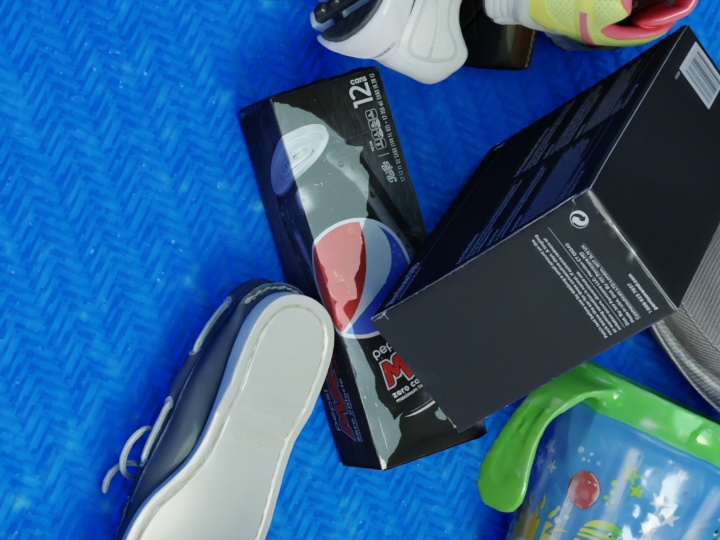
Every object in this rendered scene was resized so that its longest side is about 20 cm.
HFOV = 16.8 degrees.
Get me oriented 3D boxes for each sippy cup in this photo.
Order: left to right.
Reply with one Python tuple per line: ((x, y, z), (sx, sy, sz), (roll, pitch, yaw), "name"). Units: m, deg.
((0.138, 0.128, 1.285), (0.177, 0.140, 0.131), (25, 91, -7), "sippy cup")

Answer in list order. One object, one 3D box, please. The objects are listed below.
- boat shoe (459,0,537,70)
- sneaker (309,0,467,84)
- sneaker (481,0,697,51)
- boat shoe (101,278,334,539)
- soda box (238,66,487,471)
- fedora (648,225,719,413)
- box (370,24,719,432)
((0.088, -0.208, 1.306), (0.074, 0.076, 0.201), (-1, 95, -30), "boat shoe")
((0.025, -0.186, 1.274), (0.081, 0.075, 0.201), (27, 56, -34), "sneaker")
((0.140, -0.146, 1.271), (0.200, 0.090, 0.079), (-16, 115, -61), "sneaker")
((-0.082, 0.097, 1.240), (0.075, 0.062, 0.201), (22, 90, -32), "boat shoe")
((0.000, 0.000, 1.268), (0.063, 0.071, 0.201), (-18, 93, -18), "soda box")
((0.246, -0.001, 1.325), (0.200, 0.090, 0.177), (37, 64, -10), "fedora")
((0.108, -0.024, 1.221), (0.079, 0.141, 0.200), (53, 33, -12), "box")
